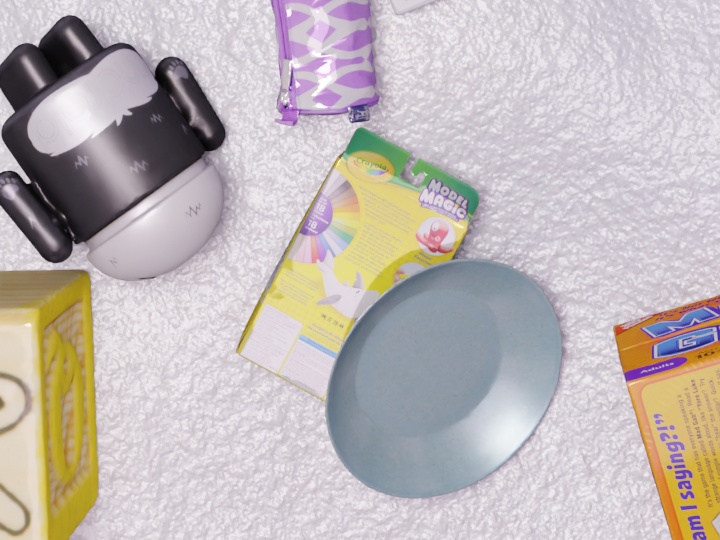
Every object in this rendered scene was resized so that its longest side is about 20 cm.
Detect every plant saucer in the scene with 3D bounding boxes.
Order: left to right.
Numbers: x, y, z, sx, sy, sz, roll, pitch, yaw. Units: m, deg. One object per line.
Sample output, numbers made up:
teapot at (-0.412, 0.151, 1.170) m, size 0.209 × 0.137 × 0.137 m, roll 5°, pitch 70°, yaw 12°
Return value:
plant saucer at (0.058, 0.076, 1.570) m, size 0.200 × 0.039 × 0.202 m, roll -11°, pitch 119°, yaw -21°

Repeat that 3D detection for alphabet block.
alphabet block at (-0.313, 0.106, 1.550) m, size 0.198 × 0.196 × 0.197 m, roll 0°, pitch 101°, yaw 4°

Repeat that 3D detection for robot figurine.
robot figurine at (-0.189, -0.088, 1.546) m, size 0.150 × 0.125 × 0.201 m, roll -34°, pitch 96°, yaw 14°

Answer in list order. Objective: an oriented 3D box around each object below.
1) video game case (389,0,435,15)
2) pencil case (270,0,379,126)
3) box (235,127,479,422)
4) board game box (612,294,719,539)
video game case at (0.086, -0.311, 1.539) m, size 0.199 × 0.022 × 0.183 m, roll -21°, pitch 98°, yaw 8°
pencil case at (-0.039, -0.208, 1.532) m, size 0.085 × 0.084 × 0.201 m, roll -13°, pitch 99°, yaw -31°
box at (0.000, 0.000, 1.585) m, size 0.117 × 0.048 × 0.201 m, roll 29°, pitch 103°, yaw -1°
board game box at (0.309, 0.125, 1.506) m, size 0.199 × 0.200 × 0.201 m, roll -17°, pitch 98°, yaw 7°
